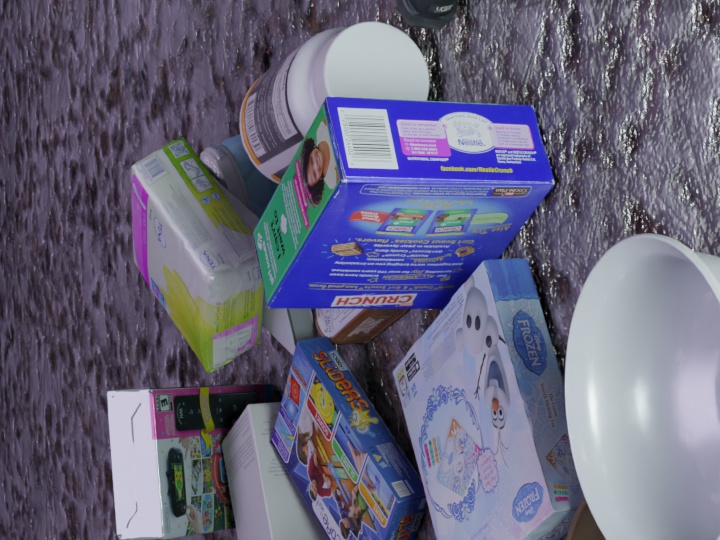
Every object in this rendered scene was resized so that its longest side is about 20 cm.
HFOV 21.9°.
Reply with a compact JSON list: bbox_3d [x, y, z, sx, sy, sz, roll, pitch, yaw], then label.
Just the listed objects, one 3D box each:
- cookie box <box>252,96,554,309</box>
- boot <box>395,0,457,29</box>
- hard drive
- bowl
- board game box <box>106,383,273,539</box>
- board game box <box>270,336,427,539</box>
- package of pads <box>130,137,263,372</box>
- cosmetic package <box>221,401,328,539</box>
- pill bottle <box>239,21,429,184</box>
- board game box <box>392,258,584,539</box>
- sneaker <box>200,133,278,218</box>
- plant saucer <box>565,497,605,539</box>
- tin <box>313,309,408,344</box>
[{"bbox_3d":[0.027,-0.046,1.412,0.200,0.170,0.075,123,141,-55],"label":"cookie box"},{"bbox_3d":[0.069,-0.303,1.417,0.200,0.065,0.165,126,128,-61],"label":"boot"},{"bbox_3d":[-0.111,-0.012,1.790,0.200,0.026,0.132,42,153,44],"label":"hard drive"},{"bbox_3d":[0.205,0.077,1.088,0.201,0.090,0.202,178,90,-68],"label":"bowl"},{"bbox_3d":[-0.165,0.189,1.874,0.064,0.200,0.148,-7,85,31],"label":"board game box"},{"bbox_3d":[-0.014,0.176,1.666,0.200,0.034,0.136,56,143,37],"label":"board game box"},{"bbox_3d":[-0.154,-0.007,1.762,0.155,0.068,0.200,54,160,22],"label":"package of pads"},{"bbox_3d":[-0.070,0.238,1.792,0.108,0.085,0.201,128,135,-57],"label":"cosmetic package"},{"bbox_3d":[-0.023,-0.142,1.598,0.200,0.116,0.117,159,107,-66],"label":"pill bottle"},{"bbox_3d":[0.098,0.125,1.418,0.200,0.043,0.200,125,137,-56],"label":"board game box"},{"bbox_3d":[-0.092,-0.048,1.856,0.074,0.082,0.201,38,150,48],"label":"sneaker"},{"bbox_3d":[0.189,0.235,1.225,0.200,0.029,0.201,178,90,-69],"label":"plant saucer"},{"bbox_3d":[0.000,0.000,1.661,0.200,0.042,0.112,136,124,-61],"label":"tin"}]
